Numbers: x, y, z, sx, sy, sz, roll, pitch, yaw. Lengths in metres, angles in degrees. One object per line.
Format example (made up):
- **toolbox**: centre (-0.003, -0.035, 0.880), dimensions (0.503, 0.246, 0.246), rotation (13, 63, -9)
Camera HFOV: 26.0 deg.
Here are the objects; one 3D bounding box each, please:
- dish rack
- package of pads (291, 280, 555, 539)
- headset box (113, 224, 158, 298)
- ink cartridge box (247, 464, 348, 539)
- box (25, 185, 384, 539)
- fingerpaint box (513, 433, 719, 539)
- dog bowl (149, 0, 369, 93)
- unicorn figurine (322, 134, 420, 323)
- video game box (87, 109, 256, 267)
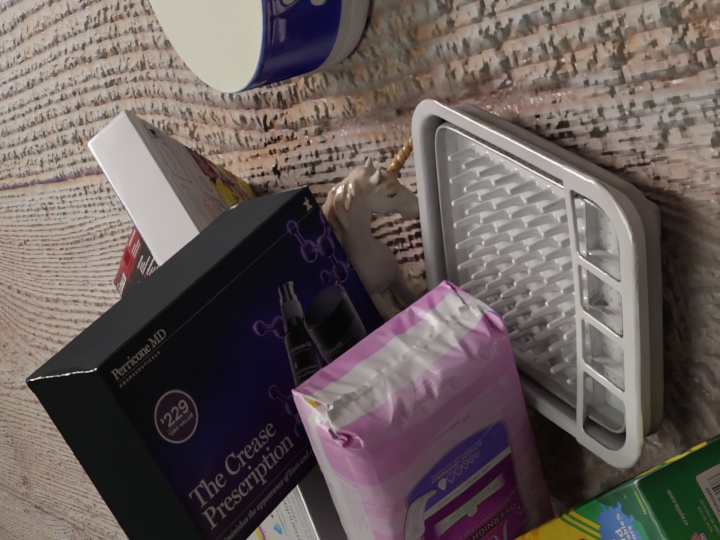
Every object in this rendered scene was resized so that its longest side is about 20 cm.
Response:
- **dish rack**: centre (0.103, -0.002, 0.866), dimensions (0.200, 0.044, 0.172), rotation (34, 140, 50)
- **package of pads**: centre (0.041, 0.115, 0.911), dimensions (0.076, 0.120, 0.200), rotation (40, 157, 44)
- **headset box**: centre (-0.137, 0.036, 1.339), dimensions (0.200, 0.077, 0.149), rotation (62, 154, 15)
- **ink cartridge box**: centre (-0.001, 0.170, 1.095), dimensions (0.145, 0.145, 0.200), rotation (67, 156, 0)
- **box**: centre (-0.080, 0.061, 0.939), dimensions (0.079, 0.200, 0.141), rotation (-14, 113, 46)
- **fingerpaint box**: centre (0.182, 0.207, 0.839), dimensions (0.200, 0.073, 0.167), rotation (63, 156, 10)
- **dog bowl**: centre (-0.079, -0.219, 1.010), dimensions (0.200, 0.079, 0.200), rotation (44, 146, 41)
- **unicorn figurine**: centre (0.000, 0.000, 1.027), dimensions (0.200, 0.074, 0.137), rotation (-19, 116, 45)
- **video game box**: centre (-0.094, -0.008, 1.134), dimensions (0.200, 0.047, 0.182), rotation (56, -165, 26)
